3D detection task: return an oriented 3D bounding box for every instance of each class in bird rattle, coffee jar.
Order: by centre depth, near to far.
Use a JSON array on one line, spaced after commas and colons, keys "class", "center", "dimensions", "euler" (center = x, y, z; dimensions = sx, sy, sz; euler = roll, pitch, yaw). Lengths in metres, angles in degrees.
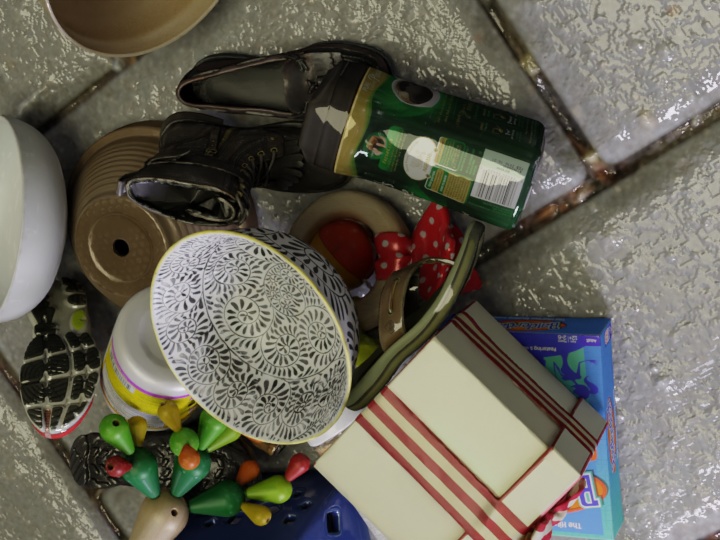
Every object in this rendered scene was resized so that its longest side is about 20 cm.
[{"class": "coffee jar", "center": [0.051, -0.108, 1.299], "dimensions": [0.199, 0.104, 0.086], "euler": [19, 117, 2]}, {"class": "bird rattle", "center": [0.000, 0.000, 1.388], "dimensions": [0.163, 0.113, 0.200], "euler": [49, 117, 19]}]

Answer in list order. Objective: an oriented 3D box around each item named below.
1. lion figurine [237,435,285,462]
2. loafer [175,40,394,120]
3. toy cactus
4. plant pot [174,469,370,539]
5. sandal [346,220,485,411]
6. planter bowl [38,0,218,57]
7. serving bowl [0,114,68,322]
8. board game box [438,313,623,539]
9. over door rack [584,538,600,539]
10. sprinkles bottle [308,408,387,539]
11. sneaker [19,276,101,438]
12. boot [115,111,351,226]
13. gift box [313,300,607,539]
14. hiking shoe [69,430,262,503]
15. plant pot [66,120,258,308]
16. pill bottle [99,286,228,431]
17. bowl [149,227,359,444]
[{"class": "lion figurine", "center": [-0.107, 0.104, 1.479], "dimensions": [0.122, 0.072, 0.200], "euler": [34, 119, 7]}, {"class": "loafer", "center": [-0.070, -0.162, 1.374], "dimensions": [0.199, 0.063, 0.072], "euler": [0, 109, 23]}, {"class": "toy cactus", "center": [-0.157, 0.200, 1.412], "dimensions": [0.165, 0.200, 0.102], "euler": [-59, 37, 17]}, {"class": "plant pot", "center": [-0.105, 0.323, 1.499], "dimensions": [0.199, 0.180, 0.201], "euler": [-6, 107, 26]}, {"class": "sandal", "center": [0.035, 0.036, 1.295], "dimensions": [0.057, 0.080, 0.201], "euler": [40, 110, -1]}, {"class": "planter bowl", "center": [-0.216, -0.304, 1.328], "dimensions": [0.135, 0.200, 0.201], "euler": [43, 123, 34]}, {"class": "serving bowl", "center": [-0.327, -0.047, 1.485], "dimensions": [0.200, 0.066, 0.201], "euler": [-11, 78, 58]}, {"class": "board game box", "center": [0.155, 0.141, 1.400], "dimensions": [0.152, 0.045, 0.201], "euler": [0, 109, 23]}, {"class": "over door rack", "center": [0.202, 0.360, 1.438], "dimensions": [0.148, 0.067, 0.200], "euler": [41, 98, 4]}, {"class": "sprinkles bottle", "center": [0.021, 0.207, 1.467], "dimensions": [0.068, 0.068, 0.200], "euler": [-32, 94, 29]}, {"class": "sneaker", "center": [-0.286, 0.094, 1.500], "dimensions": [0.077, 0.200, 0.085], "euler": [-4, 131, -4]}, {"class": "boot", "center": [-0.103, -0.077, 1.339], "dimensions": [0.199, 0.174, 0.069], "euler": [7, 113, -3]}, {"class": "gift box", "center": [0.089, 0.164, 1.311], "dimensions": [0.187, 0.185, 0.200], "euler": [43, 113, 6]}, {"class": "hiking shoe", "center": [-0.182, 0.186, 1.530], "dimensions": [0.199, 0.101, 0.076], "euler": [8, 98, 18]}, {"class": "plant pot", "center": [-0.205, -0.034, 1.462], "dimensions": [0.200, 0.093, 0.202], "euler": [8, 112, 21]}, {"class": "pill bottle", "center": [-0.189, 0.090, 1.451], "dimensions": [0.104, 0.104, 0.200], "euler": [44, 156, 3]}, {"class": "bowl", "center": [-0.071, 0.039, 1.312], "dimensions": [0.200, 0.094, 0.201], "euler": [16, 124, 26]}]
